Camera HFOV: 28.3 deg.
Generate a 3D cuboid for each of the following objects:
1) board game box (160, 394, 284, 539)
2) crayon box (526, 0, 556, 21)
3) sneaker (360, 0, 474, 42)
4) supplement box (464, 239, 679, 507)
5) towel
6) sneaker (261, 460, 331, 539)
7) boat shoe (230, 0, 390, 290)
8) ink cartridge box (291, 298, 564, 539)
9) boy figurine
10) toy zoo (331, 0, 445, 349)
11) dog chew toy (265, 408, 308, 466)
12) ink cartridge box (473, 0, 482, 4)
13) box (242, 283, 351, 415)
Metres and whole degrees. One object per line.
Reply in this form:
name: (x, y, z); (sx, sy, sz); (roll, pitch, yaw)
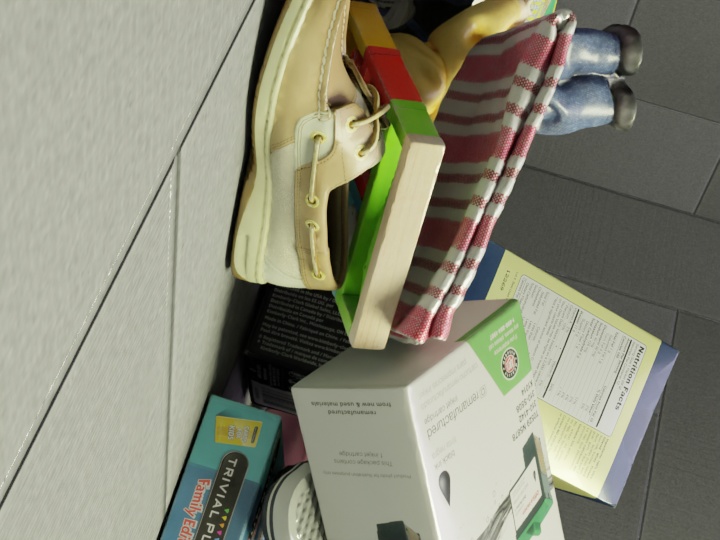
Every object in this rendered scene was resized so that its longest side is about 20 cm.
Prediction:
board game box: (-0.091, 0.181, 0.902); (0.200, 0.047, 0.151); (97, 11, -69)
crayon box: (0.139, -0.347, 1.280); (0.173, 0.058, 0.200); (-111, -157, -44)
sneaker: (0.040, -0.196, 0.953); (0.200, 0.076, 0.077); (131, -55, -61)
supplement box: (0.101, 0.075, 1.136); (0.200, 0.200, 0.134); (5, -112, 65)
towel: (0.054, -0.054, 0.818); (0.200, 0.030, 0.146); (-66, -166, -4)
sneaker: (-0.023, 0.156, 0.897); (0.200, 0.079, 0.079); (15, 72, -63)
boat shoe: (-0.019, -0.071, 0.726); (0.074, 0.066, 0.200); (-70, 175, -46)
ink cartridge box: (0.049, 0.135, 0.854); (0.146, 0.084, 0.200); (-32, 113, -52)
boy figurine: (0.084, -0.119, 0.934); (0.064, 0.200, 0.125); (-129, -142, -65)
toy zoo: (-0.001, -0.066, 0.818); (0.200, 0.020, 0.131); (-109, -151, -52)
dog chew toy: (0.004, 0.173, 1.080); (0.125, 0.200, 0.125); (17, 90, -87)
ink cartridge box: (0.076, -0.205, 1.258); (0.117, 0.067, 0.200); (-113, -145, -65)
box: (0.000, 0.000, 0.988); (0.122, 0.106, 0.200); (97, 11, -68)
